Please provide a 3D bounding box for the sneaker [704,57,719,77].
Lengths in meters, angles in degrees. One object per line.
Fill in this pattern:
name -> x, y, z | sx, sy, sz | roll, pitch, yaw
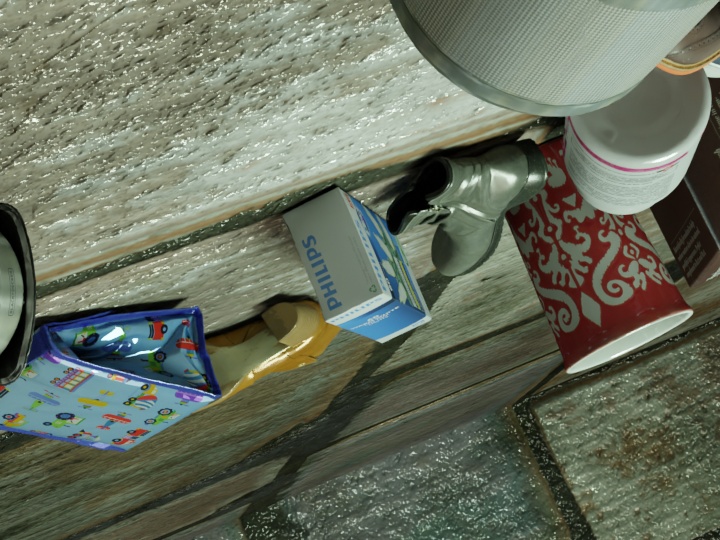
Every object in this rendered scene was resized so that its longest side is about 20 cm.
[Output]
sneaker -> 0.375, -0.220, 1.173 | 0.202, 0.077, 0.146 | -16, 167, -29

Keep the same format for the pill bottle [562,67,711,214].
pill bottle -> 0.229, -0.117, 1.231 | 0.113, 0.114, 0.200 | -25, 166, 0

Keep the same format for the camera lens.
camera lens -> 0.107, -0.178, 0.674 | 0.159, 0.161, 0.200 | -19, 166, -24

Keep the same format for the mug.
mug -> 0.218, -0.015, 1.414 | 0.133, 0.201, 0.178 | -26, 167, 4

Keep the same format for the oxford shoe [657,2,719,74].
oxford shoe -> 0.226, -0.190, 1.045 | 0.199, 0.071, 0.073 | -11, 156, -44

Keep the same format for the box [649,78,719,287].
box -> 0.395, -0.110, 1.440 | 0.199, 0.165, 0.166 | -24, 167, -3

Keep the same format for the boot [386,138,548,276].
boot -> 0.075, -0.054, 1.335 | 0.130, 0.068, 0.200 | -11, 154, -30

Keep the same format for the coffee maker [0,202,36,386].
coffee maker -> -0.304, 0.021, 0.771 | 0.192, 0.135, 0.200 | -29, 166, 20

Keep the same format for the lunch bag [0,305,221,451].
lunch bag -> -0.253, 0.098, 1.293 | 0.150, 0.095, 0.199 | -31, 156, 36

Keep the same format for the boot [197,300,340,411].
boot -> -0.116, 0.100, 1.540 | 0.201, 0.071, 0.144 | -32, 163, 10

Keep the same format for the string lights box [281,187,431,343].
string lights box -> 0.000, 0.000, 1.295 | 0.059, 0.103, 0.200 | -25, 167, 10
